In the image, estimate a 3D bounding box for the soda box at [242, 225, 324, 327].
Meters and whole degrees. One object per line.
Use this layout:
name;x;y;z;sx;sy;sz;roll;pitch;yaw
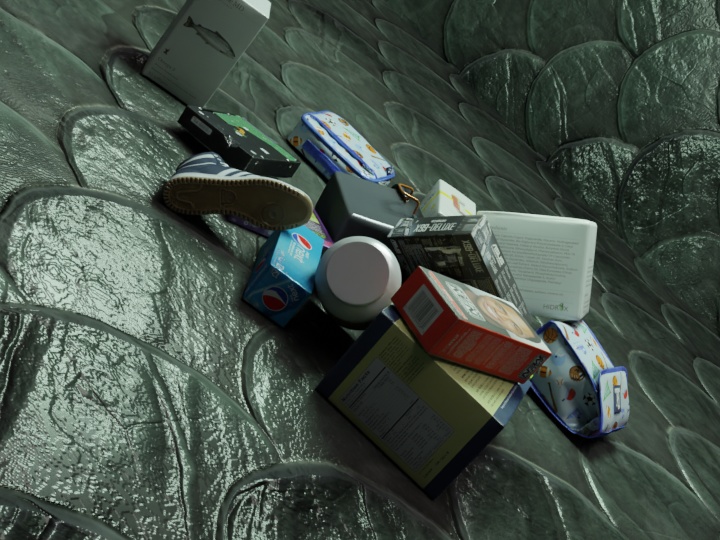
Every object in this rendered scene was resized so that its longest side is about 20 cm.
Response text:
soda box;-0.100;-0.003;1.565;0.068;0.064;0.200;36;20;-11

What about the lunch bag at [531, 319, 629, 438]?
lunch bag;0.367;0.184;1.959;0.200;0.124;0.170;59;24;17

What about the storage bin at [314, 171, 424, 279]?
storage bin;0.014;-0.079;1.863;0.134;0.146;0.200;20;25;-23

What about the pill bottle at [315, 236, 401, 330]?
pill bottle;-0.003;0.016;1.535;0.112;0.112;0.200;42;-5;5

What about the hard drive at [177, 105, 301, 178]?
hard drive;-0.188;-0.200;1.844;0.140;0.038;0.200;38;14;12

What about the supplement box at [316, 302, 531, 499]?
supplement box;0.085;0.145;1.478;0.200;0.134;0.200;43;19;6

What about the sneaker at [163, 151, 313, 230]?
sneaker;-0.164;-0.111;1.595;0.199;0.070;0.109;8;21;-7

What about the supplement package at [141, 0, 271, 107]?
supplement package;-0.250;-0.382;1.912;0.117;0.200;0.117;34;20;-17

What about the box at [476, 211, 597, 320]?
box;0.305;-0.012;2.046;0.199;0.172;0.199;7;3;15

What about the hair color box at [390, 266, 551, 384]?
hair color box;0.139;0.070;1.443;0.200;0.061;0.102;21;26;-46

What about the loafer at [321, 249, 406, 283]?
loafer;0.000;0.000;1.722;0.200;0.068;0.071;24;64;-48

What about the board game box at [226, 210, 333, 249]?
board game box;-0.131;-0.086;1.748;0.200;0.032;0.120;24;21;-39

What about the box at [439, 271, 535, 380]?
box;0.135;0.120;1.648;0.200;0.124;0.149;42;19;8

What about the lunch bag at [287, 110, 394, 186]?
lunch bag;-0.032;-0.207;2.140;0.200;0.076;0.160;43;21;11

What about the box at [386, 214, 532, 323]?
box;0.148;0.012;1.741;0.050;0.157;0.200;-50;124;-37

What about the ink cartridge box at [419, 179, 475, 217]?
ink cartridge box;0.121;-0.052;1.976;0.083;0.145;0.200;36;19;-8
